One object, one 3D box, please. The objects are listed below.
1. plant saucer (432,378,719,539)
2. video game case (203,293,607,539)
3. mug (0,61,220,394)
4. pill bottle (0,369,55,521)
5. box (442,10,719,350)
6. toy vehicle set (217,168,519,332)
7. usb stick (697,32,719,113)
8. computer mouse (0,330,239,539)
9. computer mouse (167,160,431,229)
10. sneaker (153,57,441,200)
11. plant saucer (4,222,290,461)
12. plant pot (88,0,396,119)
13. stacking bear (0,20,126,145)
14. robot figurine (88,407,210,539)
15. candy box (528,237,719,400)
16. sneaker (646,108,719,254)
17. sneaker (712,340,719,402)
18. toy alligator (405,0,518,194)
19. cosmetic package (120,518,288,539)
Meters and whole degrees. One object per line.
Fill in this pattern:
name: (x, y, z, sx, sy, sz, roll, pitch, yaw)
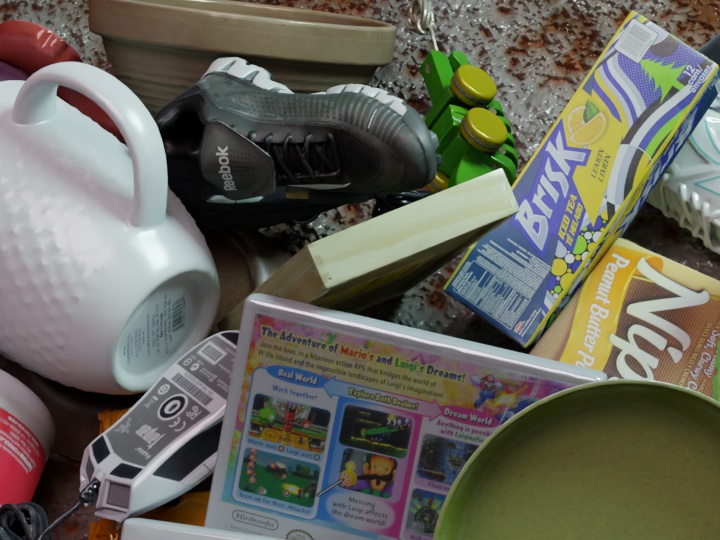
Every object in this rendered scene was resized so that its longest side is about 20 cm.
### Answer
plant saucer: (0.133, 0.151, 1.198, 0.200, 0.200, 0.031, -22, 12, -2)
video game case: (0.019, 0.121, 1.236, 0.200, 0.024, 0.182, 13, 101, 10)
mug: (-0.170, -0.030, 1.358, 0.175, 0.200, 0.148, 35, 38, 28)
pill bottle: (-0.261, 0.156, 1.328, 0.112, 0.112, 0.200, 5, 54, 19)
box: (0.134, -0.051, 1.353, 0.064, 0.070, 0.200, 35, 93, 12)
toy vehicle set: (0.000, 0.000, 1.324, 0.124, 0.200, 0.027, -22, 84, -22)
usb stick: (0.272, -0.154, 1.482, 0.200, 0.033, 0.055, -38, 59, -16)
computer mouse: (-0.119, 0.114, 1.283, 0.200, 0.044, 0.110, -41, 34, -12)
computer mouse: (-0.053, -0.043, 1.413, 0.200, 0.140, 0.046, 10, 93, 1)
sneaker: (-0.045, -0.070, 1.319, 0.200, 0.067, 0.090, 18, 40, 41)
plant saucer: (-0.135, 0.032, 1.445, 0.200, 0.035, 0.200, -8, 50, 10)
plant pot: (-0.081, -0.127, 1.493, 0.201, 0.093, 0.201, 7, 10, -1)
stacking bear: (-0.254, -0.053, 1.502, 0.114, 0.121, 0.200, 16, 65, 49)
robot figurine: (-0.057, 0.124, 1.327, 0.200, 0.058, 0.145, -5, 59, 13)
candy box: (0.145, 0.085, 1.309, 0.115, 0.055, 0.200, 25, 62, 30)
sneaker: (0.221, -0.048, 1.387, 0.200, 0.070, 0.080, 12, 59, 23)
sneaker: (0.243, 0.042, 1.250, 0.077, 0.200, 0.084, -4, 0, -32)
toy alligator: (0.070, -0.105, 1.489, 0.054, 0.059, 0.200, 18, 40, -26)
cosmetic package: (-0.083, 0.236, 1.194, 0.102, 0.074, 0.200, 6, 81, 19)
